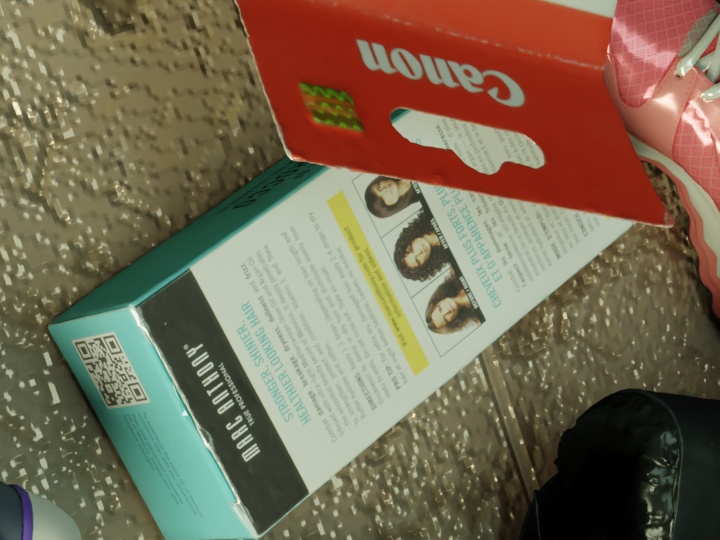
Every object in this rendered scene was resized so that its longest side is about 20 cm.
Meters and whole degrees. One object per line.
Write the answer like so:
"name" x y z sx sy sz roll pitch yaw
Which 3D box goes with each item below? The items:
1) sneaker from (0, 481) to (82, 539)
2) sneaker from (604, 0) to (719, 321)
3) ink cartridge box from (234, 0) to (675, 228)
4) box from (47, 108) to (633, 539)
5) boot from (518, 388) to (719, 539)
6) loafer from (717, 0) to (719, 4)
"sneaker" -0.165 0.127 0.602 0.146 0.081 0.200 24 72 -26
"sneaker" 0.148 -0.052 0.870 0.200 0.087 0.074 54 54 -20
"ink cartridge box" 0.023 -0.115 0.751 0.162 0.050 0.200 9 48 -38
"box" 0.000 0.000 0.765 0.200 0.049 0.082 -37 106 -37
"boot" 0.157 0.062 0.816 0.168 0.200 0.076 10 32 -40
"loafer" 0.170 -0.126 0.914 0.200 0.063 0.072 40 61 -28
